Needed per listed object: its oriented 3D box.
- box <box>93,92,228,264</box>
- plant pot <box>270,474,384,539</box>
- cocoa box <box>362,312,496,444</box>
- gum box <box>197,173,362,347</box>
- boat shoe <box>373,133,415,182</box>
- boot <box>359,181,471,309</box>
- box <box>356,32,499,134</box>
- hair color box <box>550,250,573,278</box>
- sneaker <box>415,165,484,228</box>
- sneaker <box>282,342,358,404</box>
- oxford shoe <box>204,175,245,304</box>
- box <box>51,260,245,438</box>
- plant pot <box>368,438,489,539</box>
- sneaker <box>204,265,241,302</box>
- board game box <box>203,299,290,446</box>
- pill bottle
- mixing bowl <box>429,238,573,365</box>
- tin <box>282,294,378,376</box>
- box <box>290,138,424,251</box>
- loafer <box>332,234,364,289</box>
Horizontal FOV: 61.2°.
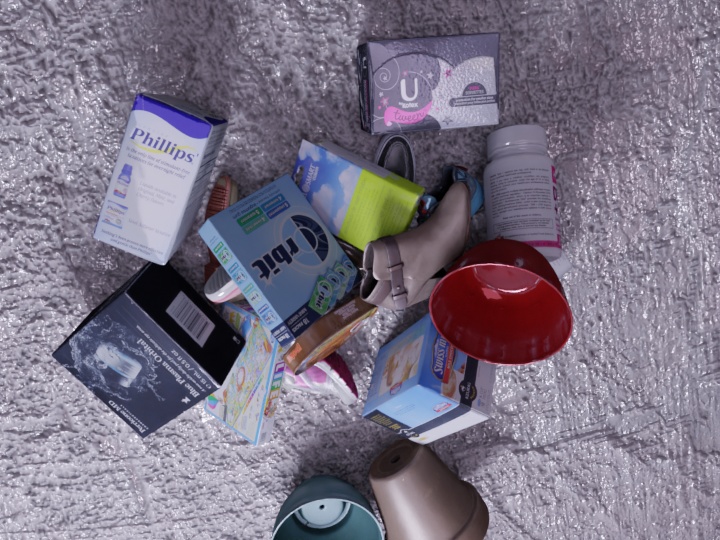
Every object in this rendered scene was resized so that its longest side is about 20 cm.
[{"bbox_3d":[-0.277,-0.137,0.867,0.103,0.184,0.203,21,101,-11],"label":"box"},{"bbox_3d":[-0.064,0.453,1.086,0.196,0.134,0.205,-2,107,-7],"label":"plant pot"},{"bbox_3d":[0.109,0.179,0.986,0.129,0.200,0.135,26,56,-13],"label":"cocoa box"},{"bbox_3d":[-0.110,-0.020,0.887,0.201,0.170,0.044,53,137,-3],"label":"gum box"},{"bbox_3d":[0.052,-0.119,0.977,0.072,0.068,0.204,8,104,-10],"label":"boat shoe"},{"bbox_3d":[0.076,-0.034,0.890,0.143,0.070,0.204,-1,112,-28],"label":"boot"},{"bbox_3d":[0.100,-0.278,0.915,0.195,0.115,0.135,-6,106,-6],"label":"box"},{"bbox_3d":[0.254,0.015,1.047,0.199,0.061,0.099,-41,106,4],"label":"hair color box"},{"bbox_3d":[0.111,-0.082,0.978,0.095,0.079,0.202,41,80,-32],"label":"sneaker"},{"bbox_3d":[-0.091,0.170,1.038,0.199,0.081,0.089,39,102,-9],"label":"sneaker"},{"bbox_3d":[-0.206,-0.049,0.973,0.073,0.070,0.204,-3,106,-35],"label":"oxford shoe"},{"bbox_3d":[-0.321,0.120,0.936,0.199,0.118,0.197,-33,108,26],"label":"box"},{"bbox_3d":[0.101,0.399,1.071,0.198,0.200,0.177,-31,99,2],"label":"plant pot"},{"bbox_3d":[-0.145,0.007,0.946,0.200,0.074,0.106,-47,124,-36],"label":"sneaker"},{"bbox_3d":[-0.186,0.164,0.998,0.133,0.034,0.204,23,106,31],"label":"board game box"},{"bbox_3d":[0.251,-0.115,0.955,0.111,0.113,0.205,-2,83,-7],"label":"pill bottle"},{"bbox_3d":[0.206,0.030,0.875,0.196,0.109,0.202,13,137,12],"label":"mixing bowl"},{"bbox_3d":[-0.045,0.097,0.963,0.042,0.199,0.112,51,126,9],"label":"tin"},{"bbox_3d":[-0.013,-0.111,0.940,0.197,0.048,0.124,28,116,10],"label":"box"},{"bbox_3d":[0.000,0.000,1.000,0.198,0.073,0.072,30,100,-14],"label":"loafer"}]
